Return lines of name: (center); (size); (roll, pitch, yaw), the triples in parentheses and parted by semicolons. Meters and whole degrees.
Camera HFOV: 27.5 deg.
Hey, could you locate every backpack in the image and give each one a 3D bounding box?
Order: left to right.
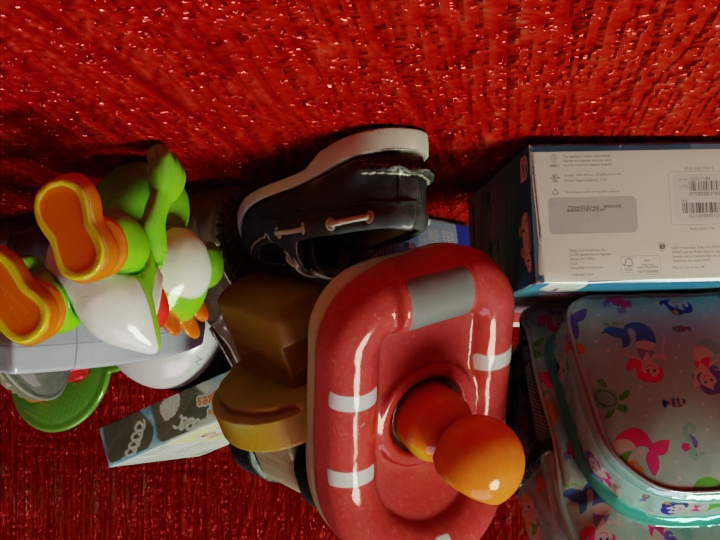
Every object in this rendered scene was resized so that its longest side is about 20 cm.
backpack: (0.183, 0.113, 0.889); (0.175, 0.202, 0.151); (0, 154, -10)

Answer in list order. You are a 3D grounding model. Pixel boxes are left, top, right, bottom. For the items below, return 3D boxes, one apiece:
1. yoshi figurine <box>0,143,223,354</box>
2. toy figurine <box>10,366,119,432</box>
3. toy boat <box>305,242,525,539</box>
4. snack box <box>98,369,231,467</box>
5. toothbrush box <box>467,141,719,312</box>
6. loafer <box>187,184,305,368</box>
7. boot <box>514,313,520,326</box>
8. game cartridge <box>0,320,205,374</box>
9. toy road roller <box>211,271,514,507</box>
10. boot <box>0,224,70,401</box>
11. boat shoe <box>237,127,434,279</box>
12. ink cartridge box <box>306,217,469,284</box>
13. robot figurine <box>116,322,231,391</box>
yoshi figurine: (-0.144, -0.019, 0.834); (0.111, 0.113, 0.200); (9, -177, 17)
toy figurine: (-0.370, 0.082, 1.649); (0.199, 0.151, 0.184); (-27, 155, 18)
toy boat: (0.046, 0.092, 0.854); (0.129, 0.202, 0.131); (-15, -148, -27)
snack box: (-0.101, 0.110, 1.193); (0.199, 0.037, 0.116); (-24, 166, 30)
toothbrush box: (0.157, -0.022, 0.941); (0.145, 0.086, 0.200); (-1, 173, -6)
loafer: (-0.078, 0.019, 1.030); (0.068, 0.201, 0.076); (18, -131, 39)
boot: (0.157, -0.004, 1.182); (0.198, 0.073, 0.144); (-13, 168, 24)
game cartridge: (-0.191, 0.035, 0.936); (0.132, 0.041, 0.199); (9, -173, 26)
toy road roller: (-0.007, 0.055, 0.974); (0.199, 0.147, 0.122); (-33, -154, -26)
boot: (-0.202, 0.026, 1.104); (0.198, 0.073, 0.183); (-7, 133, 24)
boat shoe: (-0.018, -0.026, 0.884); (0.073, 0.061, 0.199); (3, 164, -31)
ink cartridge box: (0.000, 0.000, 1.158); (0.135, 0.077, 0.199); (-6, 173, 38)
robot figurine: (-0.125, 0.035, 1.220); (0.149, 0.126, 0.199); (-24, 165, 30)
